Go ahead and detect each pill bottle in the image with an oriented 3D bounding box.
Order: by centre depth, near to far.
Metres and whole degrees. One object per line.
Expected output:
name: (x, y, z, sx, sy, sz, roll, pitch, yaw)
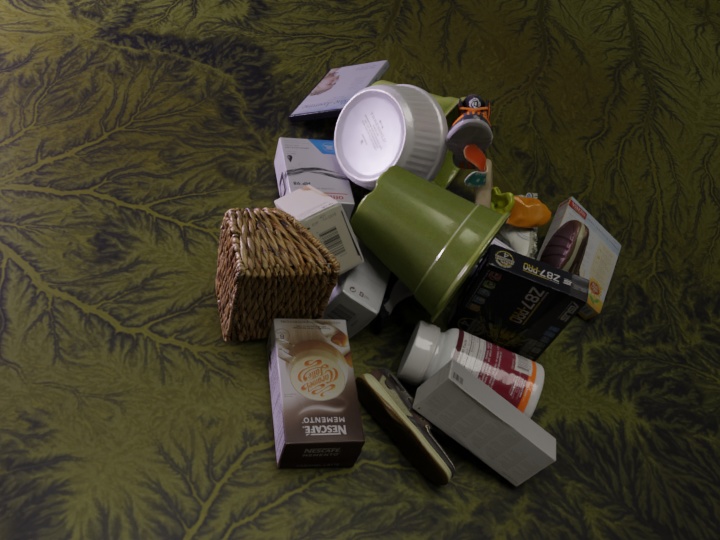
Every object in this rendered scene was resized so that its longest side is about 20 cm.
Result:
pill bottle: (0.164, 0.157, 1.161, 0.199, 0.114, 0.114, 23, 49, 1)

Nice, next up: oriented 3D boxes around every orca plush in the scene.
orca plush: (0.058, 0.025, 1.288, 0.105, 0.071, 0.200, 54, 48, -33)

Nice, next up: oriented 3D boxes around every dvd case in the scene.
dvd case: (-0.041, -0.357, 1.526, 0.142, 0.018, 0.200, 0, 40, 30)

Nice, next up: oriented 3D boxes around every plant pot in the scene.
plant pot: (0.091, -0.056, 1.161, 0.190, 0.200, 0.200, 35, 50, 8)
plant pot: (0.091, -0.264, 1.449, 0.184, 0.201, 0.200, 30, 48, 23)

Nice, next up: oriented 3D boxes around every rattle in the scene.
rattle: (0.249, -0.133, 1.302, 0.142, 0.200, 0.130, 17, 58, 18)

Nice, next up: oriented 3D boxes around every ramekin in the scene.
ramekin: (0.042, -0.226, 1.324, 0.094, 0.202, 0.203, -1, 48, -50)

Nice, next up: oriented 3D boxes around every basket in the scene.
basket: (-0.130, -0.001, 1.138, 0.148, 0.200, 0.143, -3, 55, -18)

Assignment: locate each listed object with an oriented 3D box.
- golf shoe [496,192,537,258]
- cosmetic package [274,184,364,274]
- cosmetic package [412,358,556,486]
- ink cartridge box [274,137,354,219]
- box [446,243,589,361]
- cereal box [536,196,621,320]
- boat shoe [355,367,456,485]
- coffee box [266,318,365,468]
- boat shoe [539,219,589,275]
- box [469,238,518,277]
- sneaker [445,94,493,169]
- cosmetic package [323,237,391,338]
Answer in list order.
golf shoe: (0.280, -0.060, 1.420, 0.097, 0.078, 0.200, 1, 46, 11)
cosmetic package: (-0.068, -0.064, 1.200, 0.071, 0.105, 0.200, -26, 21, -9)
cosmetic package: (0.178, 0.218, 1.096, 0.200, 0.083, 0.051, 39, 31, -10)
ink cartridge box: (-0.080, -0.140, 1.356, 0.115, 0.067, 0.201, 0, 52, -19)
box: (0.242, 0.056, 1.212, 0.161, 0.200, 0.049, 20, 54, -2)
cereal box: (0.400, -0.026, 1.409, 0.144, 0.040, 0.200, 43, 48, -9)
boat shoe: (0.074, 0.217, 1.111, 0.065, 0.073, 0.200, -29, 65, -29)
coffee box: (-0.067, 0.172, 1.097, 0.114, 0.080, 0.201, 1, 52, -17)
boat shoe: (0.339, 0.014, 1.298, 0.075, 0.203, 0.075, 17, 19, -20)
box: (0.194, -0.031, 1.309, 0.200, 0.117, 0.060, 36, 84, 16)
sneaker: (0.184, -0.252, 1.296, 0.077, 0.200, 0.113, 5, 80, 4)
cosmetic package: (0.000, 0.000, 1.237, 0.074, 0.102, 0.200, 33, 48, -14)
